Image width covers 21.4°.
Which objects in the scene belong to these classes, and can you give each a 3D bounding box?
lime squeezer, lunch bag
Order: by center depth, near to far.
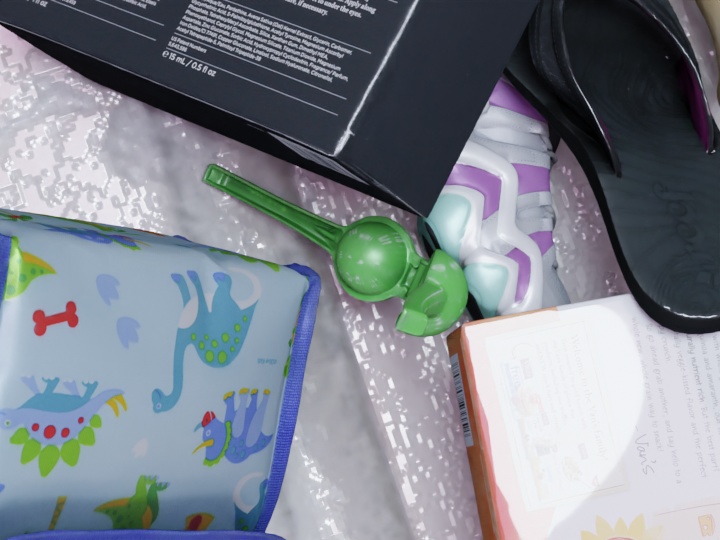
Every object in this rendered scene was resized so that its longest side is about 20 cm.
[{"bbox_3d":[-0.119,0.081,0.743,0.170,0.127,0.200,9,94,-46],"label":"lunch bag"},{"bbox_3d":[0.000,0.000,0.776,0.071,0.200,0.038,1,108,-27],"label":"lime squeezer"}]

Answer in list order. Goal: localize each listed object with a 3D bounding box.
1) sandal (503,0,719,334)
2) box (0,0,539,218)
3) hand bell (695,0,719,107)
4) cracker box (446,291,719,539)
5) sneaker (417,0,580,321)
[{"bbox_3d":[0.107,-0.071,0.746,0.075,0.048,0.200,-21,64,-11],"label":"sandal"},{"bbox_3d":[-0.033,-0.124,0.765,0.200,0.079,0.141,25,87,35],"label":"box"},{"bbox_3d":[0.129,-0.176,0.800,0.104,0.104,0.200,-41,93,-5],"label":"hand bell"},{"bbox_3d":[0.145,0.071,0.753,0.200,0.058,0.134,-9,84,-4],"label":"cracker box"},{"bbox_3d":[0.077,-0.065,0.816,0.140,0.078,0.200,-31,89,-4],"label":"sneaker"}]
